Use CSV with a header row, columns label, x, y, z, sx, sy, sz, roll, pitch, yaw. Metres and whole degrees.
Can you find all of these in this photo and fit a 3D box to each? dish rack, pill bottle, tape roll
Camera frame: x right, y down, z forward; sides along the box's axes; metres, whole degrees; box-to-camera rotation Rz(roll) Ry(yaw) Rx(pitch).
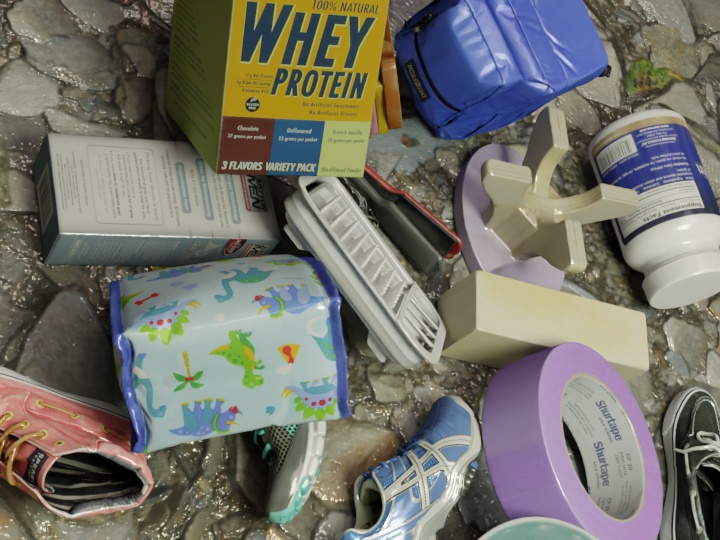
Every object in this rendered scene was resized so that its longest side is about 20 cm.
label,x,y,z,sx,sy,sz,roll,pitch,yaw
dish rack,0.000,0.000,1.059,0.200,0.044,0.172,54,13,-4
pill bottle,0.333,-0.067,1.297,0.116,0.116,0.200,0,64,-30
tape roll,0.196,0.169,1.072,0.200,0.066,0.200,29,49,-40

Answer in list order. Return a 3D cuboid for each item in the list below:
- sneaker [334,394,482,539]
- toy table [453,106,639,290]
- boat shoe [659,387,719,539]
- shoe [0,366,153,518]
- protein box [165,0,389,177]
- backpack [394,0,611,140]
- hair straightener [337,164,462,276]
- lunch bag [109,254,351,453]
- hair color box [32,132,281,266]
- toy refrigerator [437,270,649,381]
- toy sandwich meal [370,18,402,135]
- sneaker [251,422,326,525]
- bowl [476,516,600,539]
label,x,y,z,sx,sy,sz,roll,pitch,yaw
sneaker,0.045,0.181,1.012,0.077,0.076,0.200,37,50,-12
toy table,0.178,-0.065,1.206,0.184,0.117,0.200,-2,65,-30
boat shoe,0.346,0.199,1.180,0.074,0.068,0.200,31,52,-11
shoe,-0.249,0.123,0.857,0.200,0.091,0.072,18,101,-24
protein box,-0.078,-0.208,1.028,0.135,0.200,0.199,-1,23,-23
backpack,0.120,-0.227,1.211,0.168,0.200,0.163,-20,89,-30
hair straightener,0.008,-0.069,1.157,0.200,0.041,0.077,46,51,0
lunch bag,-0.109,0.048,0.927,0.170,0.128,0.200,-8,23,-11
hair color box,-0.178,-0.059,1.033,0.200,0.061,0.099,1,63,-29
toy refrigerator,0.180,0.059,1.158,0.200,0.076,0.070,14,62,-22
toy sandwich meal,0.007,-0.237,1.164,0.070,0.205,0.205,1,59,3
sneaker,-0.073,0.118,0.996,0.091,0.078,0.200,10,54,-6
bowl,0.134,0.313,0.964,0.200,0.105,0.201,11,61,-21
